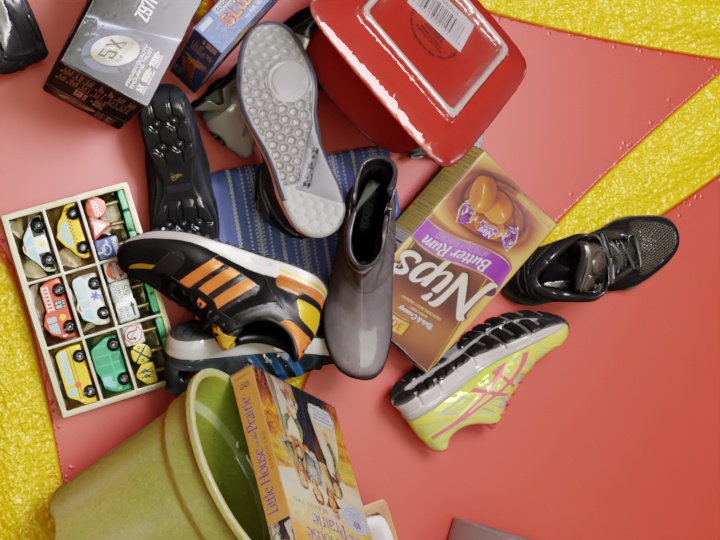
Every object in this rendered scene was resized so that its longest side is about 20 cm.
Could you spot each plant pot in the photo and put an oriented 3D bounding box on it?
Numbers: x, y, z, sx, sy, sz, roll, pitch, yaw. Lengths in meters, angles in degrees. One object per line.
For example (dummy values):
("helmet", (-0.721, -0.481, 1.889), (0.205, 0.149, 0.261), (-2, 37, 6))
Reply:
("plant pot", (-0.174, 0.219, 1.525), (0.184, 0.200, 0.201), (-28, 98, 15))

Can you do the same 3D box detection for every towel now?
("towel", (-0.054, -0.039, 1.656), (0.200, 0.024, 0.145), (-10, 91, -18))

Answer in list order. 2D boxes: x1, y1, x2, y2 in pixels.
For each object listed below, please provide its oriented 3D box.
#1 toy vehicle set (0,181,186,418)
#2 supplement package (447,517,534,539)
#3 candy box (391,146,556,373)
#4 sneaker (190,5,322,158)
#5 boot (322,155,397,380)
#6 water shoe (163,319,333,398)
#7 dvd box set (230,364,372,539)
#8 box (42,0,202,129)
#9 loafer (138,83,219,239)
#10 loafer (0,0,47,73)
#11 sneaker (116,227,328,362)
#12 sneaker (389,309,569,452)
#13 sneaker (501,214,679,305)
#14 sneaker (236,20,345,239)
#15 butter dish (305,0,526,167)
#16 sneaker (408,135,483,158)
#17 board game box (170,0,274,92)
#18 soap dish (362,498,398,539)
("toy vehicle set", (-0.254, 0.027, 1.591), (0.124, 0.027, 0.200), (-18, 95, -16))
("supplement package", (0.136, 0.361, 1.637), (0.111, 0.156, 0.200), (20, 84, -16))
("candy box", (0.085, -0.012, 1.654), (0.117, 0.056, 0.200), (42, 88, -24))
("sneaker", (-0.066, -0.190, 1.629), (0.200, 0.074, 0.089), (-42, 106, -6))
("boot", (0.000, 0.000, 1.538), (0.070, 0.132, 0.200), (1, 85, -1))
("water shoe", (-0.098, 0.089, 1.616), (0.200, 0.071, 0.079), (1, 109, -26))
("dvd box set", (-0.048, 0.196, 1.544), (0.029, 0.200, 0.146), (-31, 144, 20))
("box", (-0.208, -0.227, 1.516), (0.086, 0.200, 0.164), (28, 83, -13))
("loafer", (-0.170, -0.080, 1.596), (0.068, 0.070, 0.201), (-6, 108, 4))
("loafer", (-0.345, -0.282, 1.543), (0.070, 0.068, 0.201), (-20, 98, -30))
("sneaker", (-0.134, 0.026, 1.537), (0.200, 0.070, 0.090), (14, 62, -2))
("sneaker", (0.129, 0.111, 1.686), (0.200, 0.078, 0.090), (-29, 109, -11))
("sneaker", (0.251, -0.009, 1.696), (0.199, 0.114, 0.076), (-12, 95, -18))
("sneaker", (-0.074, -0.125, 1.567), (0.077, 0.146, 0.203), (-14, 91, -8))
("butter dish", (0.027, -0.193, 1.568), (0.200, 0.148, 0.199), (48, 47, -10))
("sneaker", (0.064, -0.205, 1.660), (0.082, 0.075, 0.200), (-15, 95, -18))
("board game box", (-0.110, -0.240, 1.544), (0.034, 0.200, 0.135), (42, 78, -7))
("soap dish", (-0.049, 0.327, 1.622), (0.200, 0.081, 0.158), (-19, 95, -16))
